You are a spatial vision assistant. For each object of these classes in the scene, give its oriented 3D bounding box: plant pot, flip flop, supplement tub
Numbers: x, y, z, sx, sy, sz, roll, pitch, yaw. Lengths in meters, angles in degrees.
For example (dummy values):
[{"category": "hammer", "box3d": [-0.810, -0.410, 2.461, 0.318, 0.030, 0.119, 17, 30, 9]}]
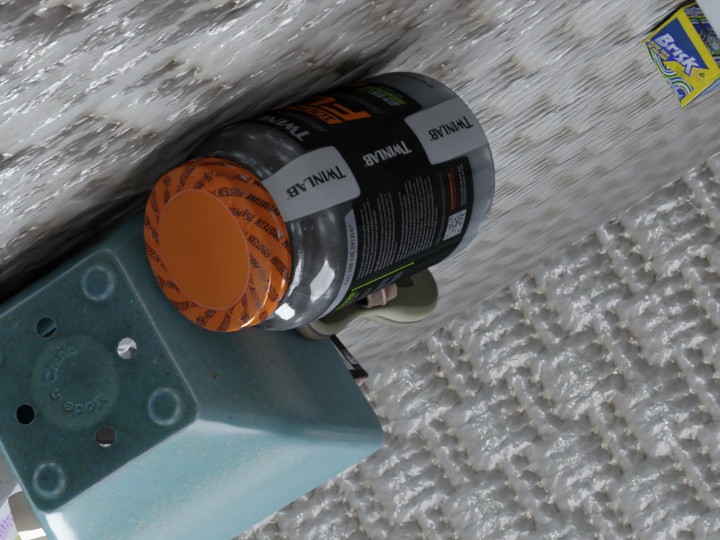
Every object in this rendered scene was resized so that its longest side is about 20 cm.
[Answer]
[{"category": "plant pot", "box3d": [-0.135, 0.072, 1.149, 0.196, 0.196, 0.200, -33, 168, 11]}, {"category": "flip flop", "box3d": [0.000, 0.000, 1.224, 0.058, 0.081, 0.200, -35, 159, 27]}, {"category": "supplement tub", "box3d": [-0.023, -0.039, 1.098, 0.200, 0.123, 0.123, -24, 170, -47]}]

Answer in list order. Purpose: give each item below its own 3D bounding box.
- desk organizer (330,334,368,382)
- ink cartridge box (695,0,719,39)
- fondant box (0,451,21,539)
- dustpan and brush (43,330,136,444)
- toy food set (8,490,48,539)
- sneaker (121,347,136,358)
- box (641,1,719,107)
[{"category": "desk organizer", "box3d": [-0.060, 0.075, 1.337, 0.077, 0.072, 0.200, -40, 173, 6]}, {"category": "ink cartridge box", "box3d": [0.394, -0.229, 1.460, 0.200, 0.145, 0.147, -29, 173, -18]}, {"category": "fondant box", "box3d": [-0.279, 0.166, 1.489, 0.144, 0.058, 0.200, -56, 174, -5]}, {"category": "dustpan and brush", "box3d": [-0.183, 0.064, 1.326, 0.140, 0.057, 0.200, 4, 124, -35]}, {"category": "toy food set", "box3d": [-0.174, 0.152, 1.409, 0.143, 0.060, 0.200, -13, 180, 1]}, {"category": "sneaker", "box3d": [-0.101, 0.024, 1.418, 0.200, 0.076, 0.088, -31, 167, -7]}, {"category": "box", "box3d": [0.342, -0.215, 1.642, 0.200, 0.070, 0.064, -26, 172, -36]}]
